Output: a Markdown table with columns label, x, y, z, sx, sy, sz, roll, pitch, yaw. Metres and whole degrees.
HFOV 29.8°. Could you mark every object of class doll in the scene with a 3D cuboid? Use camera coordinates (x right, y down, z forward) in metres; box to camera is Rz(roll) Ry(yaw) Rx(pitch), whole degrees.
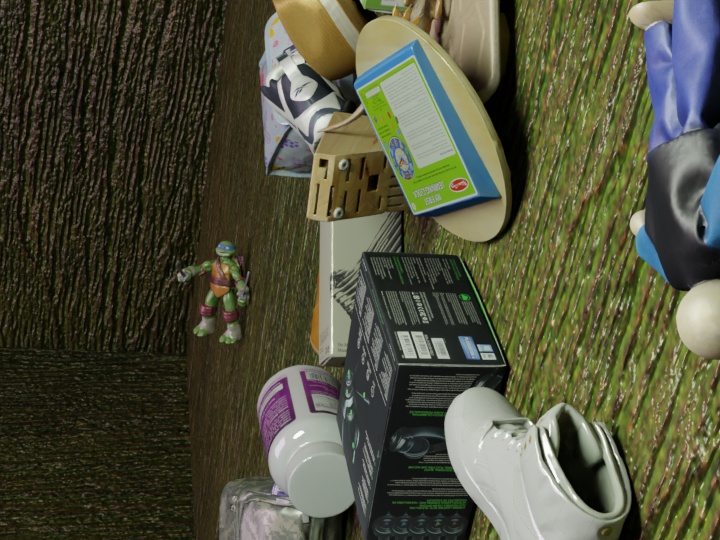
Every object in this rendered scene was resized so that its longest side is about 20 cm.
| label | x | y | z | sx | sy | sz | roll | pitch | yaw |
| --- | --- | --- | --- | --- | --- | --- | --- | --- | --- |
| doll | 0.172 | -0.054 | 0.691 | 0.136 | 0.048 | 0.201 | 126 | 146 | -71 |

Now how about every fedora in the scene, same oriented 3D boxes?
| label | x | y | z | sx | sy | sz | roll | pitch | yaw |
| --- | --- | --- | --- | --- | --- | --- | --- | --- | --- |
| fedora | -0.033 | -0.262 | 1.416 | 0.201 | 0.082 | 0.201 | 55 | -169 | -16 |

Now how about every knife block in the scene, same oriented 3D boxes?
| label | x | y | z | sx | sy | sz | roll | pitch | yaw |
| --- | --- | --- | --- | --- | --- | --- | --- | --- | --- |
| knife block | -0.012 | -0.113 | 1.306 | 0.175 | 0.199 | 0.064 | 28 | 119 | 44 |

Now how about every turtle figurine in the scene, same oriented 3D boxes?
| label | x | y | z | sx | sy | sz | roll | pitch | yaw |
| --- | --- | --- | --- | --- | --- | --- | --- | --- | --- |
| turtle figurine | -0.291 | 0.050 | 2.667 | 0.200 | 0.143 | 0.195 | -106 | 18 | -67 |

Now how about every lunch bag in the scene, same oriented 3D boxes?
| label | x | y | z | sx | sy | sz | roll | pitch | yaw |
| --- | --- | --- | --- | --- | --- | --- | --- | --- | --- |
| lunch bag | -0.088 | 0.351 | 1.658 | 0.168 | 0.139 | 0.201 | 2 | 90 | 62 |
| lunch bag | -0.056 | -0.230 | 1.655 | 0.200 | 0.127 | 0.170 | 131 | 139 | -61 |

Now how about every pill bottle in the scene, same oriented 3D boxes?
| label | x | y | z | sx | sy | sz | roll | pitch | yaw |
| --- | --- | --- | --- | --- | --- | --- | --- | --- | --- |
| pill bottle | -0.056 | 0.199 | 1.572 | 0.200 | 0.112 | 0.113 | -113 | 29 | -66 |

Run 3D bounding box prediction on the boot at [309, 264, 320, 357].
| label | x | y | z | sx | sy | sz | roll | pitch | yaw |
| --- | --- | --- | --- | --- | --- | --- | --- | --- | --- |
| boot | -0.020 | 0.008 | 1.537 | 0.201 | 0.070 | 0.145 | -102 | 15 | -66 |

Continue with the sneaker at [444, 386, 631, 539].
| label | x | y | z | sx | sy | sz | roll | pitch | yaw |
| --- | --- | --- | --- | --- | --- | --- | --- | --- | --- |
| sneaker | 0.118 | 0.118 | 0.877 | 0.200 | 0.073 | 0.116 | -117 | 32 | -49 |

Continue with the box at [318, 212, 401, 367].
| label | x | y | z | sx | sy | sz | roll | pitch | yaw |
| --- | --- | --- | --- | --- | --- | --- | --- | --- | --- |
| box | 0.000 | 0.000 | 1.430 | 0.068 | 0.082 | 0.201 | 132 | 138 | -73 |

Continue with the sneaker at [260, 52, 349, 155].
| label | x | y | z | sx | sy | sz | roll | pitch | yaw |
| --- | --- | --- | --- | --- | --- | --- | --- | --- | --- |
| sneaker | -0.048 | -0.181 | 1.507 | 0.130 | 0.079 | 0.199 | 58 | -171 | 13 |

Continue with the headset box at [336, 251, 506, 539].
| label | x | y | z | sx | sy | sz | roll | pitch | yaw |
| --- | --- | --- | --- | --- | --- | --- | --- | --- | --- |
| headset box | 0.044 | 0.113 | 1.157 | 0.174 | 0.092 | 0.201 | -107 | 23 | -58 |

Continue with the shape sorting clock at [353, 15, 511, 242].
| label | x | y | z | sx | sy | sz | roll | pitch | yaw |
| --- | --- | --- | --- | --- | --- | --- | --- | --- | --- |
| shape sorting clock | 0.059 | -0.113 | 1.095 | 0.200 | 0.039 | 0.200 | 51 | 157 | 32 |

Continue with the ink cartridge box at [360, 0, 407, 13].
| label | x | y | z | sx | sy | sz | roll | pitch | yaw |
| --- | --- | --- | --- | --- | --- | --- | --- | --- | --- |
| ink cartridge box | 0.032 | -0.362 | 1.367 | 0.200 | 0.075 | 0.148 | -109 | 25 | -58 |

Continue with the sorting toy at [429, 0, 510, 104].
| label | x | y | z | sx | sy | sz | roll | pitch | yaw |
| --- | --- | --- | --- | --- | --- | --- | --- | --- | --- |
| sorting toy | 0.093 | -0.209 | 1.158 | 0.185 | 0.036 | 0.201 | 137 | 139 | -73 |

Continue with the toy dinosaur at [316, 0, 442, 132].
| label | x | y | z | sx | sy | sz | roll | pitch | yaw |
| --- | --- | --- | --- | --- | --- | --- | --- | --- | --- |
| toy dinosaur | 0.037 | -0.192 | 1.191 | 0.200 | 0.060 | 0.106 | -60 | 9 | 6 |
